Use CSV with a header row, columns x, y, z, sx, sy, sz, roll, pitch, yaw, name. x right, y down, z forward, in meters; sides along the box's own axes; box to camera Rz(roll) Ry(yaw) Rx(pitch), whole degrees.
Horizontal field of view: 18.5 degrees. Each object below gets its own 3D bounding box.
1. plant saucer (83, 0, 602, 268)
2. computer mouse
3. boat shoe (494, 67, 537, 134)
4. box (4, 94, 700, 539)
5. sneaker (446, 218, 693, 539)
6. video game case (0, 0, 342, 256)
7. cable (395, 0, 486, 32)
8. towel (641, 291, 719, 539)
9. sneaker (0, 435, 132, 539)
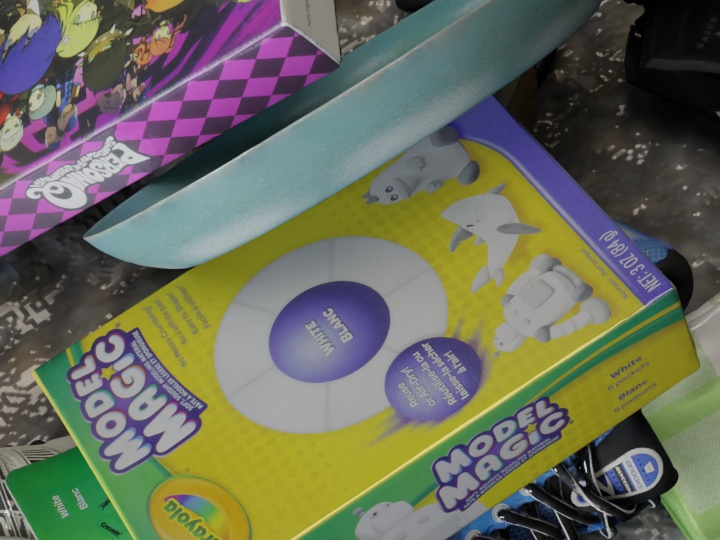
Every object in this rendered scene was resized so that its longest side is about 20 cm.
x,y,z,sx,sy,sz,roll,pitch,yaw,name
0.002,-0.054,0.710,0.200,0.200,0.027,-35,98,-14,plant saucer
0.151,-0.111,0.824,0.199,0.046,0.141,6,61,34,computer mouse
0.000,0.000,0.769,0.069,0.074,0.200,20,61,17,boat shoe
-0.012,0.037,0.678,0.200,0.048,0.117,-35,49,-6,box
0.048,0.064,0.708,0.089,0.079,0.201,13,67,32,sneaker
-0.099,-0.107,0.810,0.200,0.036,0.182,-26,51,28,video game case
0.076,-0.158,0.847,0.163,0.051,0.200,-39,39,16,cable
0.195,0.040,0.748,0.200,0.031,0.149,-30,59,-11,towel
-0.122,0.088,0.742,0.199,0.076,0.088,24,50,16,sneaker
